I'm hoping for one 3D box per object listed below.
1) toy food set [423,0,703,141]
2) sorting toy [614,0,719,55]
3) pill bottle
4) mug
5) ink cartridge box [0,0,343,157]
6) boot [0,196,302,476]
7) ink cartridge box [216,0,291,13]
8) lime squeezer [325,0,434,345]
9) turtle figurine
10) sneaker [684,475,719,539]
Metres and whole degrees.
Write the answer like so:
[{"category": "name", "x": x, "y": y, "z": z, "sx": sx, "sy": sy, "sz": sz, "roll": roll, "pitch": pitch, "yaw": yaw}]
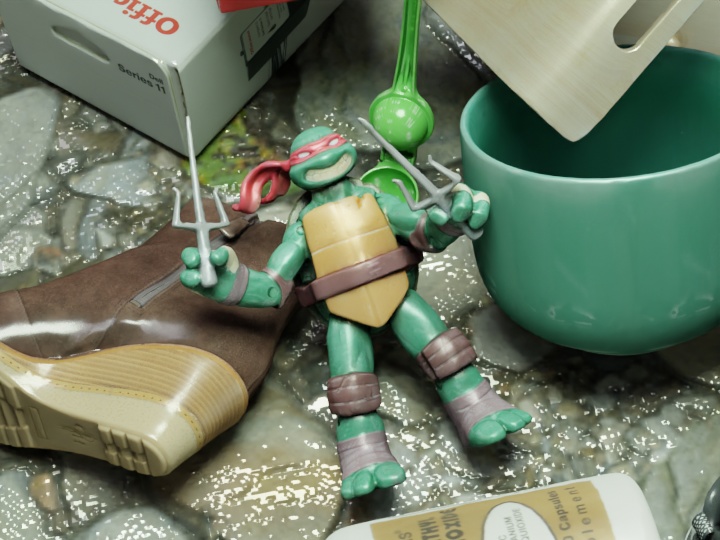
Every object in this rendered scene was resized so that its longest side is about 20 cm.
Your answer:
[{"category": "toy food set", "x": 0.111, "y": -0.160, "z": 0.907, "sx": 0.144, "sy": 0.060, "sz": 0.200, "roll": -49, "pitch": 32, "yaw": 9}, {"category": "sorting toy", "x": 0.201, "y": -0.200, "z": 1.053, "sx": 0.198, "sy": 0.108, "sz": 0.180, "roll": 14, "pitch": 38, "yaw": 15}, {"category": "pill bottle", "x": 0.033, "y": 0.162, "z": 0.781, "sx": 0.198, "sy": 0.115, "sz": 0.115, "roll": -11, "pitch": 54, "yaw": -2}, {"category": "mug", "x": 0.144, "y": -0.029, "z": 0.891, "sx": 0.183, "sy": 0.115, "sz": 0.152, "roll": 1, "pitch": 31, "yaw": 15}, {"category": "ink cartridge box", "x": -0.098, "y": -0.181, "z": 1.059, "sx": 0.146, "sy": 0.083, "sz": 0.200, "roll": 29, "pitch": 61, "yaw": 23}, {"category": "boot", "x": -0.131, "y": 0.020, "z": 0.944, "sx": 0.198, "sy": 0.073, "sz": 0.167, "roll": 19, "pitch": 46, "yaw": 20}, {"category": "ink cartridge box", "x": -0.032, "y": -0.206, "z": 0.960, "sx": 0.115, "sy": 0.068, "sz": 0.201, "roll": -10, "pitch": 44, "yaw": -4}, {"category": "lime squeezer", "x": 0.011, "y": -0.062, "z": 0.956, "sx": 0.037, "sy": 0.070, "sz": 0.202, "roll": 17, "pitch": 99, "yaw": 27}, {"category": "turtle figurine", "x": 0.000, "y": 0.000, "z": 0.876, "sx": 0.148, "sy": 0.101, "sz": 0.202, "roll": -23, "pitch": 90, "yaw": 13}, {"category": "sneaker", "x": 0.232, "y": 0.093, "z": 0.795, "sx": 0.199, "sy": 0.140, "sz": 0.078, "roll": -26, "pitch": 55, "yaw": -12}]
